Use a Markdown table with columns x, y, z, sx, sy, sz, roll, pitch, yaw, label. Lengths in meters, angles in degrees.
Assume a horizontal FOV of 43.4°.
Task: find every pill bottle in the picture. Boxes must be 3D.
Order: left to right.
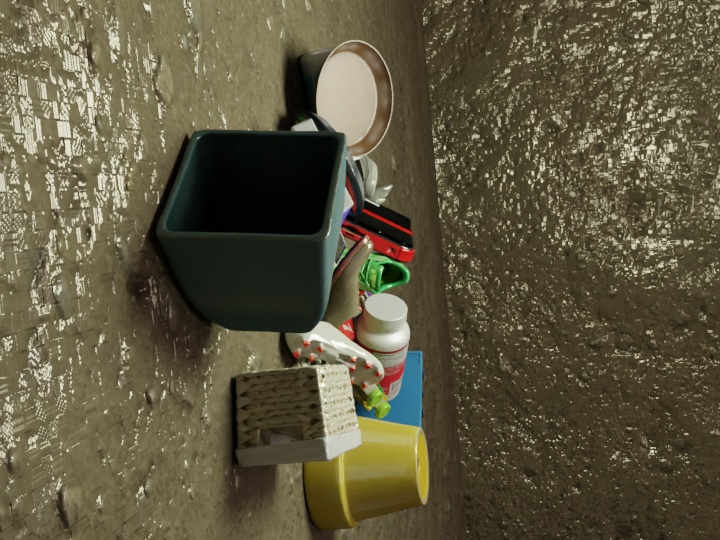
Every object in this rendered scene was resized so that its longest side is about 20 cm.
| x | y | z | sx | sy | sz | roll | pitch | yaw | label |
| --- | --- | --- | --- | --- | --- | --- | --- | --- | --- |
| -0.044 | -0.306 | 1.682 | 0.111 | 0.109 | 0.203 | -64 | 148 | -66 | pill bottle |
| 0.037 | 0.151 | 1.775 | 0.113 | 0.110 | 0.202 | -75 | 174 | -56 | pill bottle |

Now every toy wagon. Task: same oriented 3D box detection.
| x | y | z | sx | sy | sz | roll | pitch | yaw | label |
| --- | --- | --- | --- | --- | --- | --- | --- | --- | --- |
| -0.006 | 0.198 | 1.628 | 0.155 | 0.039 | 0.201 | 44 | -9 | 28 | toy wagon |

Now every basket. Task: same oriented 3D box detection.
| x | y | z | sx | sy | sz | roll | pitch | yaw | label |
| --- | --- | --- | --- | --- | --- | --- | --- | --- | --- |
| -0.085 | 0.197 | 1.263 | 0.200 | 0.133 | 0.126 | 20 | 64 | -77 | basket |

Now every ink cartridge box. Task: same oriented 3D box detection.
| x | y | z | sx | sy | sz | roll | pitch | yaw | label |
| --- | --- | --- | --- | --- | --- | --- | --- | --- | --- |
| -0.056 | -0.120 | 1.439 | 0.198 | 0.043 | 0.202 | 134 | -67 | -81 | ink cartridge box |

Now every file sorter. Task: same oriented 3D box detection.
| x | y | z | sx | sy | sz | roll | pitch | yaw | label |
| --- | --- | --- | --- | --- | --- | --- | --- | --- | --- |
| 0.068 | 0.291 | 1.933 | 0.123 | 0.136 | 0.203 | 74 | 16 | -55 | file sorter |

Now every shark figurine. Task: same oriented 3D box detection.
| x | y | z | sx | sy | sz | roll | pitch | yaw | label |
| --- | --- | --- | --- | --- | --- | --- | --- | --- | --- |
| -0.035 | -0.121 | 1.799 | 0.090 | 0.127 | 0.215 | 57 | 38 | -11 | shark figurine |

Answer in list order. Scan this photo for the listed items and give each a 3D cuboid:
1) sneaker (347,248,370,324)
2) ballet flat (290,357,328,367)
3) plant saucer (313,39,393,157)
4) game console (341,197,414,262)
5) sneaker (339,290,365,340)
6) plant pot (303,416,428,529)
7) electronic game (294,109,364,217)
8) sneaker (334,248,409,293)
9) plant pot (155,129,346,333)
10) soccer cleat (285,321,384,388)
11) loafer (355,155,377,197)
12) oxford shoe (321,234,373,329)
| x | y | z | sx | sy | sz | roll | pitch | yaw | label |
| --- | --- | --- | --- | --- | --- | --- | --- | --- | --- |
| -0.014 | 0.028 | 1.801 | 0.201 | 0.068 | 0.101 | 74 | 9 | -53 | sneaker |
| -0.084 | 0.177 | 1.459 | 0.200 | 0.068 | 0.072 | -45 | 111 | -79 | ballet flat |
| -0.018 | -0.303 | 1.604 | 0.199 | 0.034 | 0.204 | -10 | 104 | -46 | plant saucer |
| 0.008 | -0.093 | 1.668 | 0.031 | 0.198 | 0.177 | -60 | -167 | 21 | game console |
| -0.030 | 0.052 | 1.676 | 0.077 | 0.084 | 0.202 | -73 | 155 | -55 | sneaker |
| 0.017 | 0.338 | 1.555 | 0.201 | 0.186 | 0.204 | -5 | 90 | -77 | plant pot |
| -0.054 | -0.180 | 1.538 | 0.201 | 0.041 | 0.201 | 54 | -15 | 21 | electronic game |
| 0.000 | 0.000 | 1.589 | 0.083 | 0.197 | 0.075 | 21 | -69 | 59 | sneaker |
| -0.115 | -0.031 | 1.105 | 0.197 | 0.193 | 0.202 | -82 | 170 | -46 | plant pot |
| -0.038 | 0.127 | 1.473 | 0.199 | 0.069 | 0.078 | 29 | 32 | -33 | soccer cleat |
| -0.015 | -0.202 | 1.772 | 0.201 | 0.069 | 0.071 | -116 | -143 | -58 | loafer |
| -0.023 | 0.036 | 1.514 | 0.202 | 0.074 | 0.070 | -59 | 180 | 12 | oxford shoe |
